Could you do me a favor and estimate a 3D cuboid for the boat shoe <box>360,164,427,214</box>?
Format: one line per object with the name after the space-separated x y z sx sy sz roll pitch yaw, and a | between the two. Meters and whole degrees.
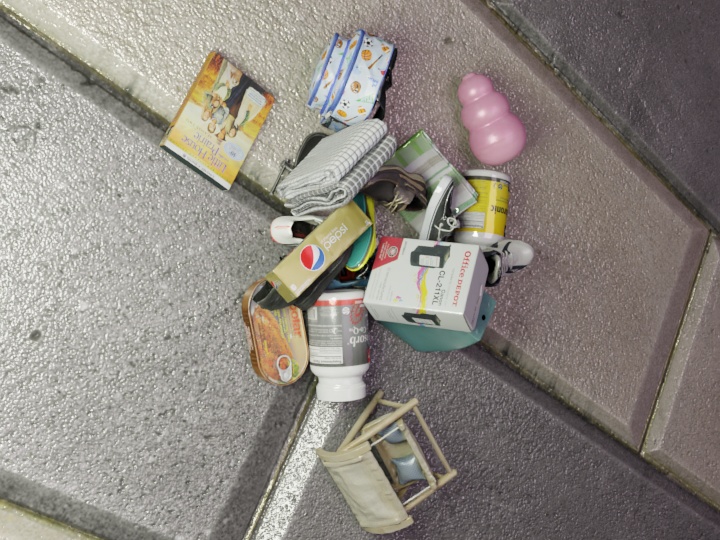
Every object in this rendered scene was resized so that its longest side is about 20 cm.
0.071 -0.151 1.700 0.199 0.074 0.074 0 60 -50 | boat shoe

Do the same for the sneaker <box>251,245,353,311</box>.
-0.103 -0.003 1.608 0.104 0.060 0.201 35 91 -37 | sneaker

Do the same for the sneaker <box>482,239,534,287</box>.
0.279 -0.010 1.786 0.197 0.130 0.080 -3 104 -17 | sneaker

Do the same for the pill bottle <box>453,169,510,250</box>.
0.257 -0.107 1.896 0.111 0.111 0.202 9 85 -35 | pill bottle

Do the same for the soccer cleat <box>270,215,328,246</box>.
-0.075 -0.071 1.672 0.199 0.085 0.069 4 87 -35 | soccer cleat

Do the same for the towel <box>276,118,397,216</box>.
-0.042 -0.178 1.599 0.086 0.199 0.166 51 57 -18 | towel

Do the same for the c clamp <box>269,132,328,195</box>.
-0.073 -0.171 1.715 0.199 0.027 0.172 31 68 -30 | c clamp

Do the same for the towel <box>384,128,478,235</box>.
0.130 -0.170 1.806 0.149 0.031 0.200 -39 117 11 | towel

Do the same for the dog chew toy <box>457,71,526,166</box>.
0.273 -0.329 1.907 0.124 0.124 0.201 -32 100 -31 | dog chew toy

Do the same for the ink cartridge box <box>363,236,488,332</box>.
0.124 0.023 1.661 0.083 0.198 0.147 56 45 -56 | ink cartridge box

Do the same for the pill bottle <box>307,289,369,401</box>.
-0.040 0.139 1.680 0.115 0.115 0.202 -4 93 -35 | pill bottle

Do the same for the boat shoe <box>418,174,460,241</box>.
0.164 -0.094 1.785 0.074 0.068 0.201 -41 152 -61 | boat shoe

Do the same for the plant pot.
0.161 0.074 1.773 0.141 0.199 0.142 37 69 -29 | plant pot

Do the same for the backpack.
-0.012 -0.358 1.655 0.153 0.190 0.202 17 80 -18 | backpack

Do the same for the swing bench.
0.051 0.379 1.739 0.200 0.129 0.200 -40 113 -28 | swing bench

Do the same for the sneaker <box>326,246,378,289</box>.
0.000 0.000 1.723 0.199 0.090 0.079 -15 99 -38 | sneaker

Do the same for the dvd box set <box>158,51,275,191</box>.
-0.252 -0.265 1.579 0.146 0.029 0.201 36 70 -30 | dvd box set

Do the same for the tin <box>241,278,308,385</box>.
-0.157 0.112 1.644 0.111 0.042 0.202 -13 97 -31 | tin

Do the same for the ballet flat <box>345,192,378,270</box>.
0.007 -0.077 1.687 0.067 0.066 0.202 41 39 -47 | ballet flat

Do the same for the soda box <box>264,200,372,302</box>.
-0.072 -0.037 1.556 0.064 0.068 0.200 47 69 -6 | soda box
